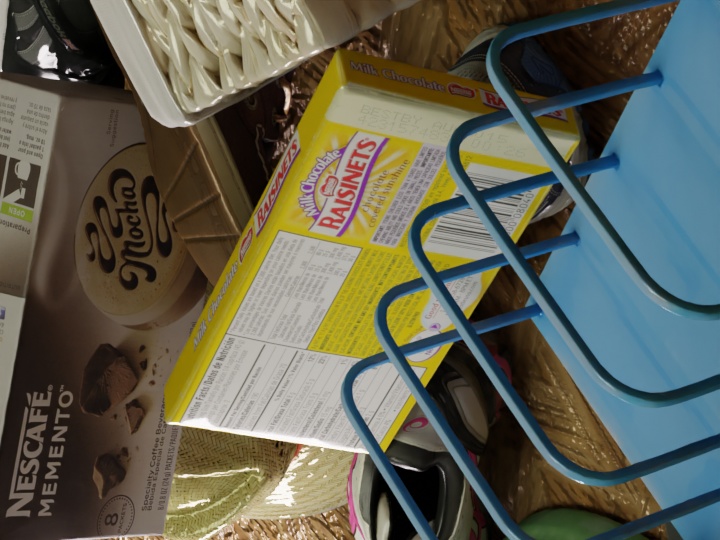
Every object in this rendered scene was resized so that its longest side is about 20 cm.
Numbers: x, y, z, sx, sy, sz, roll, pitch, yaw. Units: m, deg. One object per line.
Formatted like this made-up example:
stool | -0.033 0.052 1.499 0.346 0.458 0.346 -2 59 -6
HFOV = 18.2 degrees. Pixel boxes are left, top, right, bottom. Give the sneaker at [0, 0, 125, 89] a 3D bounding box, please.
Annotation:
sneaker | -0.128 -0.116 1.056 0.087 0.076 0.201 32 154 22

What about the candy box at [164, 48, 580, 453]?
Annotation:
candy box | 0.000 0.000 0.906 0.027 0.101 0.201 -98 28 -43

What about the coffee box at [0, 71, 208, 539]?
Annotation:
coffee box | -0.136 0.017 1.024 0.079 0.113 0.202 16 98 40

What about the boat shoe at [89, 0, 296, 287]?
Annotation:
boat shoe | -0.057 -0.078 0.960 0.201 0.072 0.072 67 157 1

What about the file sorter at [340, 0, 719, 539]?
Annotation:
file sorter | 0.090 0.015 0.812 0.139 0.122 0.201 56 145 27

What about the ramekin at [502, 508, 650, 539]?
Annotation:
ramekin | 0.104 0.222 1.049 0.200 0.097 0.201 37 144 33

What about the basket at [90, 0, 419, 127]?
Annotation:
basket | -0.045 -0.177 0.870 0.123 0.135 0.201 -12 108 56

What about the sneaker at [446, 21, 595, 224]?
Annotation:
sneaker | 0.029 -0.028 0.946 0.077 0.085 0.200 52 149 10

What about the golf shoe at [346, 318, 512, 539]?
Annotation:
golf shoe | 0.021 0.113 1.067 0.072 0.092 0.201 17 138 14

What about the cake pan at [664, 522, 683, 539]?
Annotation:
cake pan | 0.194 0.121 0.886 0.200 0.037 0.201 37 144 33

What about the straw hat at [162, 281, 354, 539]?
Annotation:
straw hat | -0.079 0.086 1.108 0.199 0.085 0.202 8 130 9
